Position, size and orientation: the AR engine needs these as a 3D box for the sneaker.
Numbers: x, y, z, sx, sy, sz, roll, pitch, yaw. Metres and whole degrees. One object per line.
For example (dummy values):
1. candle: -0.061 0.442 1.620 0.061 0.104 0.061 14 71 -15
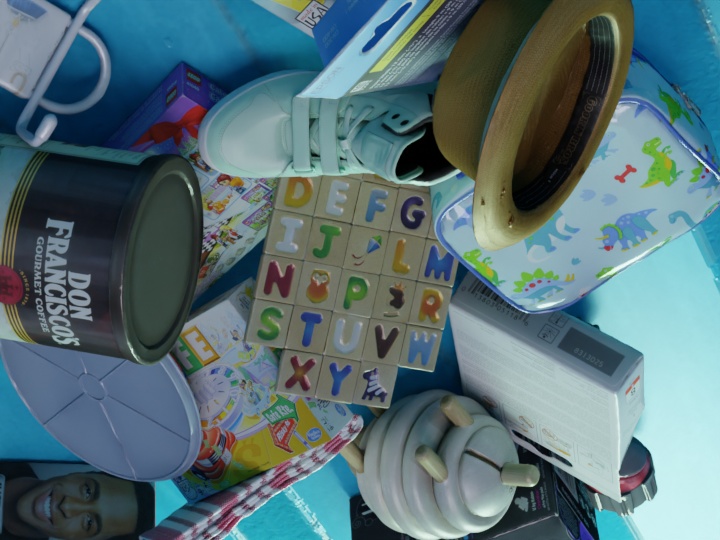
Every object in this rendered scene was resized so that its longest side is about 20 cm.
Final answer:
1. sneaker: -0.014 -0.095 1.365 0.198 0.118 0.074 -8 109 -5

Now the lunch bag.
1. lunch bag: 0.156 -0.068 1.440 0.199 0.083 0.160 -34 131 24

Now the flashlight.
1. flashlight: 0.204 0.124 1.675 0.068 0.068 0.201 15 142 35

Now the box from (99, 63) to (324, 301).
1. box: -0.141 -0.052 1.479 0.136 0.039 0.200 30 125 -31

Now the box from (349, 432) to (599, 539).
1. box: 0.103 0.242 1.747 0.199 0.107 0.123 -22 131 16

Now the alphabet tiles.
1. alphabet tiles: 0.000 0.000 1.472 0.165 0.006 0.202 11 94 -28

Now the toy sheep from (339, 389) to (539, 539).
1. toy sheep: 0.064 0.162 1.641 0.199 0.139 0.138 8 151 45

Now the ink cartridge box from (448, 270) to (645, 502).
1. ink cartridge box: 0.156 0.095 1.598 0.161 0.050 0.201 29 159 24

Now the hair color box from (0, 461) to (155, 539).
1. hair color box: -0.277 0.221 1.691 0.198 0.102 0.062 3 135 -10

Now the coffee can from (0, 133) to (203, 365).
1. coffee can: -0.228 -0.021 1.383 0.198 0.147 0.147 8 137 16

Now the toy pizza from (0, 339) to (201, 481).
1. toy pizza: -0.204 0.084 1.559 0.199 0.032 0.201 21 135 22

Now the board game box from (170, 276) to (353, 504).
1. board game box: -0.111 0.099 1.549 0.199 0.034 0.135 -29 100 46

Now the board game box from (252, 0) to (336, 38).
1. board game box: -0.055 -0.254 1.284 0.199 0.047 0.151 27 126 -29

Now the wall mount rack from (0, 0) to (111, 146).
1. wall mount rack: -0.229 -0.188 1.319 0.199 0.074 0.175 29 90 -31

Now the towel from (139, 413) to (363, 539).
1. towel: -0.091 0.180 1.605 0.199 0.146 0.030 -35 95 -14

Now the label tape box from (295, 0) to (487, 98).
1. label tape box: 0.043 -0.185 1.275 0.143 0.066 0.199 -46 162 33

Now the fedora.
1. fedora: 0.104 -0.115 1.281 0.081 0.200 0.202 28 140 24
